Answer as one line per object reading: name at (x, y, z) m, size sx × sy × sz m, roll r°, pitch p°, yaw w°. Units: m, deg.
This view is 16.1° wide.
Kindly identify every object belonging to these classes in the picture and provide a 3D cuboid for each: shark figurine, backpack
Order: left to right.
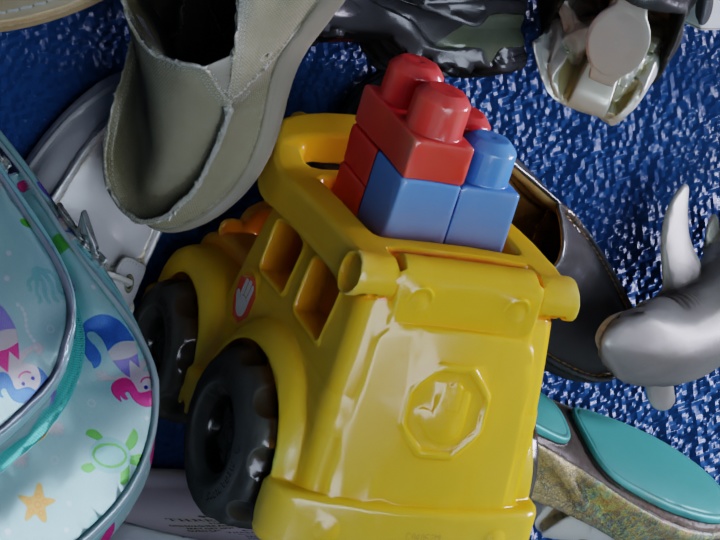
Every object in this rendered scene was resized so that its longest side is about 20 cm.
backpack at (-0.172, 0.038, 0.964) m, size 0.177 × 0.151 × 0.201 m, roll -35°, pitch 89°, yaw -13°
shark figurine at (0.192, -0.005, 1.198) m, size 0.215 × 0.089 × 0.128 m, roll -56°, pitch 147°, yaw -24°

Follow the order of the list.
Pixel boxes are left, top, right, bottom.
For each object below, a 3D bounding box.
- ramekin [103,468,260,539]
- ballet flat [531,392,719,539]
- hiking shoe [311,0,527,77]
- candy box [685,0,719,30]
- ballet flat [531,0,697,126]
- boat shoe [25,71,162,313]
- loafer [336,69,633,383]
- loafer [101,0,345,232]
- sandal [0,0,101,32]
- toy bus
ramekin at (-0.057, 0.151, 1.080) m, size 0.199 × 0.200 × 0.106 m, roll 6°, pitch 96°, yaw -28°
ballet flat at (0.088, 0.093, 1.209) m, size 0.199 × 0.071 × 0.071 m, roll 27°, pitch 94°, yaw -32°
hiking shoe at (-0.015, -0.145, 1.076) m, size 0.199 × 0.076 × 0.102 m, roll 13°, pitch 83°, yaw -29°
candy box at (0.219, -0.211, 1.159) m, size 0.166 × 0.071 × 0.202 m, roll -1°, pitch 107°, yaw -26°
ballet flat at (0.104, -0.106, 1.078) m, size 0.068 × 0.200 × 0.069 m, roll 21°, pitch 76°, yaw 4°
boat shoe at (-0.123, 0.014, 1.067) m, size 0.071 × 0.069 × 0.201 m, roll 27°, pitch 93°, yaw -28°
loafer at (0.067, -0.008, 1.152) m, size 0.200 × 0.072 × 0.073 m, roll 40°, pitch 86°, yaw -32°
loafer at (-0.062, -0.089, 0.972) m, size 0.068 × 0.076 × 0.200 m, roll -8°, pitch 145°, yaw -36°
sandal at (-0.170, -0.133, 0.965) m, size 0.210 × 0.078 × 0.070 m, roll -16°, pitch 141°, yaw -5°
toy bus at (0.000, 0.000, 1.037) m, size 0.135 × 0.200 × 0.193 m, roll 5°, pitch 111°, yaw -26°
